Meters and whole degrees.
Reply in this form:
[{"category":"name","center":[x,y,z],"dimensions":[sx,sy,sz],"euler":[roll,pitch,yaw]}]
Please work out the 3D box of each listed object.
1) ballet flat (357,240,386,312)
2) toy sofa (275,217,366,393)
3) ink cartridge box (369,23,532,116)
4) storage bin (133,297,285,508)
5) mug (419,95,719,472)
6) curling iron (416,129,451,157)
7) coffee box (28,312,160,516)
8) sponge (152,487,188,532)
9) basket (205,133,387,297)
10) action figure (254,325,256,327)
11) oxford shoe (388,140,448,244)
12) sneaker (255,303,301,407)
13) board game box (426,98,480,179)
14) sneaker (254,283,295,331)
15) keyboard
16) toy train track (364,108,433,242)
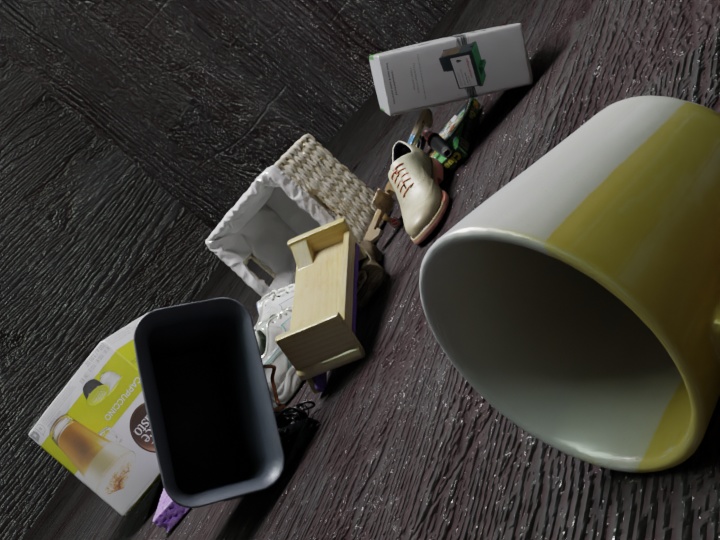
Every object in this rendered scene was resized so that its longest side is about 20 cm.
[{"category":"ballet flat","center":[0.000,0.000,1.227],"dimensions":[0.067,0.046,0.200],"euler":[-48,11,15]},{"category":"toy sofa","center":[-0.035,0.040,1.095],"dimensions":[0.082,0.098,0.201],"euler":[-22,32,16]},{"category":"ink cartridge box","center":[0.121,-0.276,1.288],"dimensions":[0.197,0.085,0.146],"euler":[-14,13,-2]},{"category":"storage bin","center":[-0.162,0.147,1.002],"dimensions":[0.144,0.202,0.134],"euler":[-10,-14,-21]},{"category":"mug","center":[0.146,0.002,0.462],"dimensions":[0.153,0.186,0.150],"euler":[-46,-25,-28]},{"category":"curling iron","center":[0.104,-0.175,1.338],"dimensions":[0.200,0.025,0.050],"euler":[-133,61,-75]},{"category":"coffee box","center":[-0.357,0.223,1.494],"dimensions":[0.200,0.197,0.200],"euler":[-49,1,11]},{"category":"sponge","center":[-0.234,0.276,1.317],"dimensions":[0.112,0.030,0.200],"euler":[-50,10,6]},{"category":"basket","center":[-0.092,-0.070,1.450],"dimensions":[0.200,0.198,0.161],"euler":[-42,11,40]},{"category":"action figure","center":[-0.172,0.124,1.512],"dimensions":[0.118,0.055,0.200],"euler":[-46,5,32]},{"category":"oxford shoe","center":[0.064,-0.102,1.203],"dimensions":[0.071,0.074,0.201],"euler":[-46,20,22]},{"category":"sneaker","center":[-0.085,0.072,1.208],"dimensions":[0.202,0.080,0.070],"euler":[-61,12,-22]},{"category":"board game box","center":[0.127,-0.178,1.371],"dimensions":[0.105,0.023,0.201],"euler":[-43,13,30]},{"category":"sneaker","center":[-0.098,0.054,1.348],"dimensions":[0.200,0.087,0.075],"euler":[-49,9,3]},{"category":"keyboard","center":[-0.111,0.195,1.053],"dimensions":[0.200,0.040,0.105],"euler":[-33,21,57]},{"category":"toy train track","center":[0.062,-0.130,1.318],"dimensions":[0.202,0.032,0.115],"euler":[-66,-13,2]}]
